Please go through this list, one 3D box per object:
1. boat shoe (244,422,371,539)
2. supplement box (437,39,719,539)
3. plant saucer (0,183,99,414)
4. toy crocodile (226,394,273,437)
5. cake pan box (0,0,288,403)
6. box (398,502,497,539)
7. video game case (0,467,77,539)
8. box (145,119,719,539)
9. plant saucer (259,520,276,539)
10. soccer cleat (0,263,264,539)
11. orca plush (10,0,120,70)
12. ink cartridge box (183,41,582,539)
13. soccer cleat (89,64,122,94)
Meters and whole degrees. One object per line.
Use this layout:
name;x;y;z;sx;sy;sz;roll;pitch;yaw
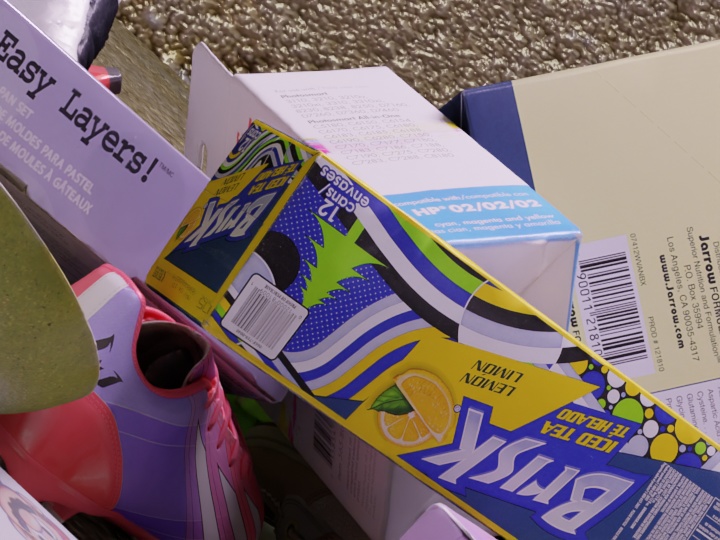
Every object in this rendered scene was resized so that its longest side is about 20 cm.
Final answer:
boat shoe;0.000;0.113;0.998;0.074;0.067;0.200;41;-8;-31
supplement box;0.141;0.017;1.044;0.134;0.198;0.202;152;-74;-80
plant saucer;-0.153;-0.027;0.730;0.200;0.031;0.200;38;-20;17
toy crocodile;-0.077;0.019;1.121;0.199;0.062;0.067;30;-4;38
cake pan box;-0.126;-0.035;0.944;0.200;0.052;0.184;41;-19;-25
box;0.082;0.186;0.832;0.176;0.097;0.200;46;3;31
video game case;-0.084;0.090;0.655;0.182;0.024;0.200;44;3;-7
box;0.034;0.038;0.849;0.200;0.064;0.070;37;-3;-22
plant saucer;0.039;0.151;1.133;0.200;0.050;0.200;45;4;-4
soccer cleat;-0.064;0.052;0.887;0.067;0.077;0.200;45;4;23
orca plush;-0.107;-0.112;1.102;0.071;0.105;0.201;59;9;-47
ink cartridge box;0.000;0.000;0.987;0.067;0.116;0.200;-5;27;-24
soccer cleat;-0.162;-0.061;1.191;0.200;0.085;0.069;-173;-105;-69
